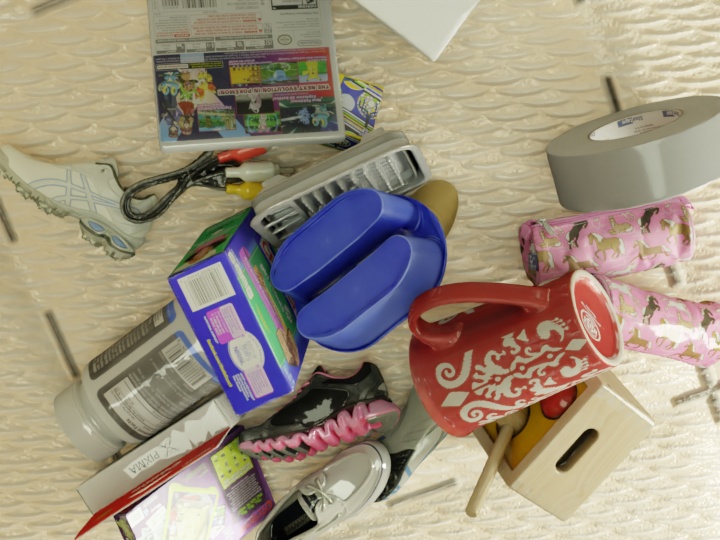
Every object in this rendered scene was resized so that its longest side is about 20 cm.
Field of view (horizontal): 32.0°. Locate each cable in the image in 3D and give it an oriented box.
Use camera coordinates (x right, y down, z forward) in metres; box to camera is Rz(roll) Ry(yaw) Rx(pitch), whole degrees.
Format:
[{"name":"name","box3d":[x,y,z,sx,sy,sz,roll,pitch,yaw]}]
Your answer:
[{"name":"cable","box3d":[-0.175,-0.111,1.411,0.199,0.050,0.098,-14,103,-17]}]

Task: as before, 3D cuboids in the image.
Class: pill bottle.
[{"name":"pill bottle","box3d":[-0.250,0.128,1.457,0.200,0.114,0.114,-35,103,7]}]

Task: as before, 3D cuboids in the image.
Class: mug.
[{"name":"mug","box3d":[0.157,0.082,1.330,0.199,0.177,0.134,-25,66,30]}]

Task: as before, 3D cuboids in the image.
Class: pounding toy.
[{"name":"pounding toy","box3d":[0.199,0.181,1.428,0.142,0.184,0.200,35,102,-30]}]

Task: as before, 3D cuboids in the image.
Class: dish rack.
[{"name":"dish rack","box3d":[-0.024,-0.094,1.392,0.199,0.172,0.044,-24,76,5]}]

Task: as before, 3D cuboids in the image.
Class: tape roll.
[{"name":"tape roll","box3d":[0.305,-0.128,1.363,0.199,0.200,0.067,-18,104,3]}]

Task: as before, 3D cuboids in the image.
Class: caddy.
[{"name":"caddy","box3d":[0.000,0.000,1.380,0.200,0.105,0.142,-38,65,17]}]

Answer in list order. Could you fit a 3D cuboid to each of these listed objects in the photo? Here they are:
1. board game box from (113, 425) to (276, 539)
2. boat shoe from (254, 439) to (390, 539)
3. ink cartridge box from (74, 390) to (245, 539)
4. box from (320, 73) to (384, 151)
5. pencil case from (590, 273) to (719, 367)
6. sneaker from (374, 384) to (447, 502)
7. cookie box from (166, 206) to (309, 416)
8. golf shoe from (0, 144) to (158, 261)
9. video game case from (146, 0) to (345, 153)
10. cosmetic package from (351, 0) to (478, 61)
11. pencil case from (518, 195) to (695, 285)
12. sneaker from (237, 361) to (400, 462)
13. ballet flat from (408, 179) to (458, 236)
[{"name":"board game box","box3d":[-0.189,0.282,1.472,0.032,0.200,0.121,-12,106,45]},{"name":"boat shoe","box3d":[-0.049,0.273,1.502,0.200,0.066,0.072,-37,72,23]},{"name":"ink cartridge box","box3d":[-0.237,0.217,1.446,0.199,0.176,0.045,-33,91,6]},{"name":"box","box3d":[-0.080,-0.193,1.395,0.199,0.064,0.071,16,77,-5]},{"name":"pencil case","box3d":[0.331,0.059,1.435,0.199,0.087,0.083,12,137,-26]},{"name":"sneaker","box3d":[0.065,0.204,1.513,0.072,0.072,0.201,11,120,-46]},{"name":"cookie box","box3d":[-0.127,0.038,1.390,0.075,0.200,0.172,-22,104,10]},{"name":"golf shoe","box3d":[-0.323,-0.098,1.430,0.199,0.078,0.098,35,84,-15]},{"name":"video game case","box3d":[-0.123,-0.221,1.349,0.199,0.023,0.184,-4,79,-11]},{"name":"cosmetic package","box3d":[0.054,-0.338,1.302,0.166,0.200,0.168,35,100,-10]},{"name":"pencil case","box3d":[0.285,-0.034,1.449,0.199,0.087,0.083,-11,73,1]},{"name":"sneaker","box3d":[-0.055,0.166,1.499,0.199,0.079,0.096,-18,66,6]},{"name":"ballet flat","box3d":[0.045,-0.017,1.454,0.069,0.063,0.200,38,100,-8]}]
